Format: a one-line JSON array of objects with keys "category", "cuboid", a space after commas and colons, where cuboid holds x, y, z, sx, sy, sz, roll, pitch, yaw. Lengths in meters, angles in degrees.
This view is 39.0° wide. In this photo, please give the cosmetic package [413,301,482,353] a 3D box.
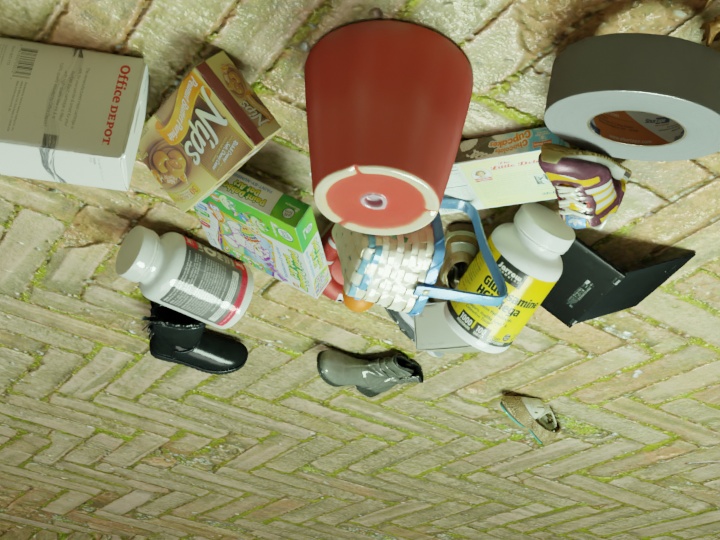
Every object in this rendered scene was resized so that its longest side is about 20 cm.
[{"category": "cosmetic package", "cuboid": [0.162, 0.092, 1.615, 0.103, 0.074, 0.200, -6, 173, 21]}]

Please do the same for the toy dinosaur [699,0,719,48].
[{"category": "toy dinosaur", "cuboid": [0.397, -0.266, 1.010, 0.105, 0.061, 0.200, -5, 163, -6]}]

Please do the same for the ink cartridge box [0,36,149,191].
[{"category": "ink cartridge box", "cuboid": [-0.360, -0.184, 1.200, 0.198, 0.148, 0.083, 8, 153, -3]}]

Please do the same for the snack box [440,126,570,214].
[{"category": "snack box", "cuboid": [0.175, -0.127, 1.314, 0.199, 0.037, 0.116, -7, 151, 23]}]

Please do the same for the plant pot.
[{"category": "plant pot", "cuboid": [0.025, -0.150, 1.154, 0.199, 0.179, 0.201, 5, 153, 3]}]

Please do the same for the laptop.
[{"category": "laptop", "cuboid": [0.357, -0.005, 1.536, 0.199, 0.116, 0.187, 37, 150, 4]}]

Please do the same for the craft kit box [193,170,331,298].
[{"category": "craft kit box", "cuboid": [-0.143, -0.061, 1.412, 0.196, 0.049, 0.200, 23, 156, 19]}]

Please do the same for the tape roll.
[{"category": "tape roll", "cuboid": [0.302, -0.183, 1.099, 0.199, 0.067, 0.200, 12, 169, 2]}]

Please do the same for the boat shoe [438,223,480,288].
[{"category": "boat shoe", "cuboid": [0.148, 0.010, 1.533, 0.071, 0.077, 0.200, 1, 152, 9]}]

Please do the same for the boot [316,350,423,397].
[{"category": "boot", "cuboid": [0.021, 0.178, 1.898, 0.130, 0.068, 0.199, -22, 149, 34]}]

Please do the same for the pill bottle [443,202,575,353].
[{"category": "pill bottle", "cuboid": [0.209, 0.008, 1.417, 0.112, 0.113, 0.201, 19, 120, -22]}]

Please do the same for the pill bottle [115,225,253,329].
[{"category": "pill bottle", "cuboid": [-0.273, 0.008, 1.576, 0.199, 0.111, 0.110, 27, 146, -34]}]

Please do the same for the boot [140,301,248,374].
[{"category": "boot", "cuboid": [-0.294, 0.115, 1.829, 0.197, 0.074, 0.163, 11, 148, -7]}]

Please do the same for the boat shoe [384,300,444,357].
[{"category": "boat shoe", "cuboid": [0.089, 0.084, 1.701, 0.066, 0.070, 0.200, 10, 160, 31]}]

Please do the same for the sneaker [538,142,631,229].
[{"category": "sneaker", "cuboid": [0.268, -0.095, 1.227, 0.075, 0.091, 0.199, 21, -172, 37]}]

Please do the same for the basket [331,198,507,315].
[{"category": "basket", "cuboid": [0.074, -0.030, 1.263, 0.199, 0.177, 0.140, 7, 132, -23]}]

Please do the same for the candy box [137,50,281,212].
[{"category": "candy box", "cuboid": [-0.194, -0.165, 1.245, 0.116, 0.055, 0.200, 52, 139, -6]}]

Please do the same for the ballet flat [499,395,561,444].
[{"category": "ballet flat", "cuboid": [0.347, 0.288, 2.041, 0.065, 0.071, 0.200, -35, 141, 14]}]

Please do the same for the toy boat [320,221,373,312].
[{"category": "toy boat", "cuboid": [0.000, 0.000, 1.486, 0.130, 0.132, 0.200, 15, 150, -16]}]
